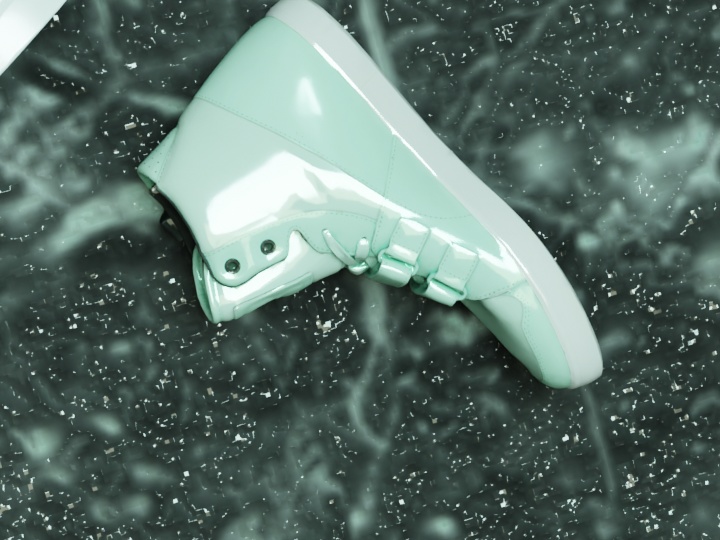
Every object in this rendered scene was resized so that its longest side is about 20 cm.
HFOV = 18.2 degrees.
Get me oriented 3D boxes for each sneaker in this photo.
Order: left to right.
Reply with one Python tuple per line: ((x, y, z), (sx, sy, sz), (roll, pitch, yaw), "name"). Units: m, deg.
((0.000, 0.000, 0.912), (0.118, 0.074, 0.200), (-45, 93, -8), "sneaker")

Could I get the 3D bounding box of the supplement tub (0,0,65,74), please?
((-0.204, -0.145, 0.822), (0.200, 0.145, 0.145), (43, 89, -13), "supplement tub")
